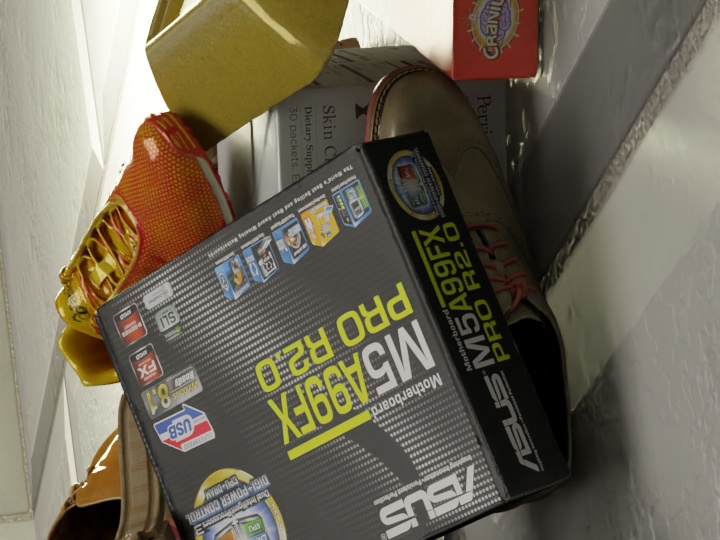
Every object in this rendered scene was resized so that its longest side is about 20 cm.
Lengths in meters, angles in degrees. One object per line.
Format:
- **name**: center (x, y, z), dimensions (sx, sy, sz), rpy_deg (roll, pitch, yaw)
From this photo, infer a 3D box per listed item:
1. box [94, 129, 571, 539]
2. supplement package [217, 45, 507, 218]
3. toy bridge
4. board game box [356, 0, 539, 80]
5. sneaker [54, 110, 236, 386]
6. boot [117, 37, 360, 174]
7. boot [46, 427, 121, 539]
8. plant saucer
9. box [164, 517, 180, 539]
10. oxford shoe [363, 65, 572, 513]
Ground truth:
- **box**: center (-0.018, 0.052, 1.106), dimensions (0.200, 0.044, 0.161), rpy_deg (-29, 79, 44)
- **supplement package**: center (0.000, 0.000, 1.229), dimensions (0.156, 0.110, 0.201), rpy_deg (-143, 49, -73)
- **toy bridge**: center (-0.094, 0.086, 1.230), dimensions (0.200, 0.027, 0.067), rpy_deg (-80, -29, -69)
- **board game box**: center (0.035, -0.184, 1.177), dimensions (0.200, 0.040, 0.154), rpy_deg (-130, 38, -68)
- **sneaker**: center (-0.107, -0.001, 1.242), dimensions (0.073, 0.077, 0.200), rpy_deg (52, 151, 24)
- **boot**: center (-0.044, -0.052, 1.370), dimensions (0.075, 0.200, 0.107), rpy_deg (-21, 106, 39)
- **boot**: center (-0.084, 0.084, 1.381), dimensions (0.201, 0.071, 0.144), rpy_deg (-41, 8, 37)
- **plant saucer**: center (-0.041, -0.168, 1.150), dimensions (0.200, 0.048, 0.201), rpy_deg (158, 129, -69)
- **box**: center (-0.052, 0.163, 1.391), dimensions (0.095, 0.103, 0.200), rpy_deg (42, 160, 13)
- **oxford shoe**: center (0.056, 0.003, 1.106), dimensions (0.075, 0.070, 0.201), rpy_deg (-22, 84, 65)
